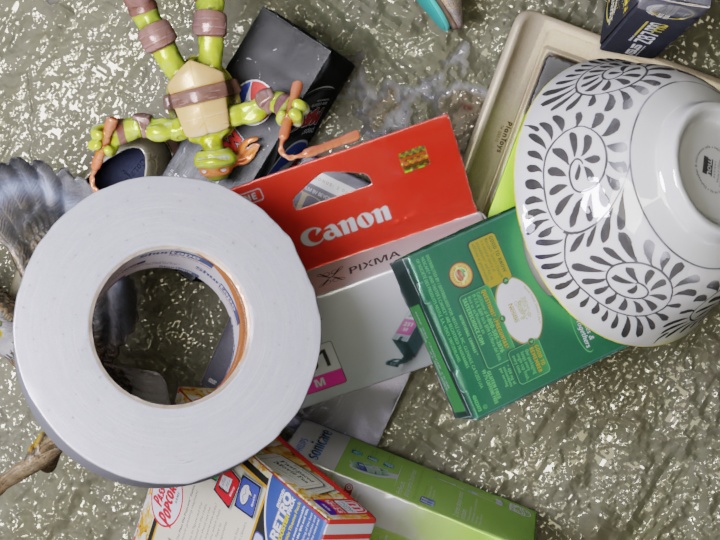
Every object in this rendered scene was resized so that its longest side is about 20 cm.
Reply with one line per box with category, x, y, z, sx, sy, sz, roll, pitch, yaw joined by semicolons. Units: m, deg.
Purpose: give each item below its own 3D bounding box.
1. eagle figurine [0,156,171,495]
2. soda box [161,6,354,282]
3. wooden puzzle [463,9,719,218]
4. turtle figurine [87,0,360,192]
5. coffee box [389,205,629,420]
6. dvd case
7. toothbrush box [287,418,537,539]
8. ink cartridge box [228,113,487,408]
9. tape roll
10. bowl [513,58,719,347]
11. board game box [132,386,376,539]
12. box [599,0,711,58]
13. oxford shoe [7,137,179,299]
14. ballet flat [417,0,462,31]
eagle figurine;-0.233;0.039;1.000;0.150;0.151;0.201;-17;62;-8
soda box;-0.089;-0.091;1.040;0.070;0.063;0.201;34;98;15
wooden puzzle;0.178;-0.074;1.023;0.198;0.037;0.187;20;95;0
turtle figurine;-0.106;-0.133;0.980;0.198;0.064;0.163;-10;101;9
coffee box;0.133;0.010;0.961;0.199;0.044;0.124;-25;91;-17
dvd case;-0.019;0.030;1.071;0.148;0.016;0.201;25;96;4
toothbrush box;0.017;0.223;1.041;0.198;0.086;0.147;22;103;6
ink cartridge box;0.000;0.000;0.999;0.198;0.044;0.175;-19;123;4
tape roll;-0.129;0.042;0.915;0.198;0.066;0.203;2;79;-13
bowl;0.207;-0.055;0.911;0.199;0.094;0.203;6;77;-29
board game box;-0.085;0.194;0.981;0.200;0.046;0.153;33;109;46
box;0.214;-0.259;0.937;0.049;0.161;0.202;11;88;-3
oxford shoe;-0.217;-0.028;1.058;0.071;0.074;0.201;36;101;2
ballet flat;0.028;-0.271;1.020;0.067;0.068;0.200;-39;91;0
